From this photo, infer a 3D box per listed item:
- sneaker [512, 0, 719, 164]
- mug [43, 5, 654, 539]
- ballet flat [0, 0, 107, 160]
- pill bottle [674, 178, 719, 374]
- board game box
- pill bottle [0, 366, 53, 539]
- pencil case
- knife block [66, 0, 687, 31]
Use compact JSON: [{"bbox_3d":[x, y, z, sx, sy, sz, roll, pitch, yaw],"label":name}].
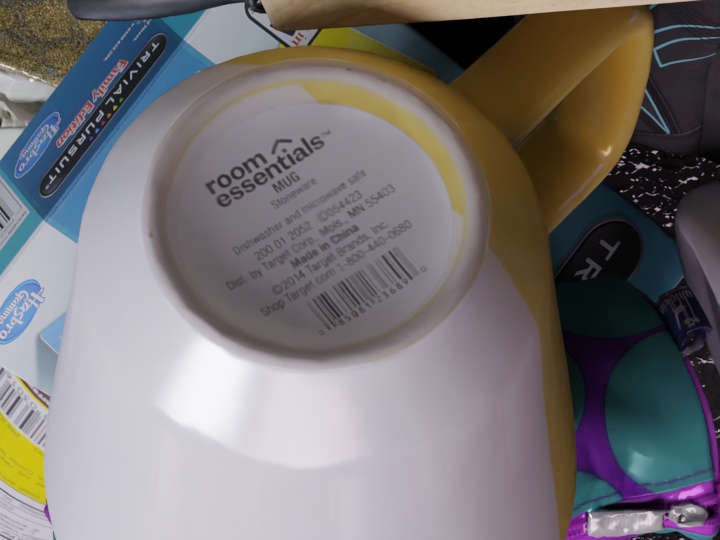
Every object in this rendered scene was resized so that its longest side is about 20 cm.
[{"bbox_3d":[0.078,-0.086,0.817,0.079,0.076,0.200,3,153,8],"label":"sneaker"},{"bbox_3d":[-0.009,0.003,0.765,0.149,0.187,0.153,10,154,4],"label":"mug"},{"bbox_3d":[-0.157,-0.060,0.914,0.199,0.071,0.071,3,153,3],"label":"ballet flat"},{"bbox_3d":[0.202,-0.005,0.871,0.199,0.109,0.109,-21,151,1],"label":"pill bottle"},{"bbox_3d":[-0.012,-0.001,0.903,0.200,0.151,0.047,35,-174,-35],"label":"board game box"},{"bbox_3d":[-0.100,0.040,1.052,0.109,0.110,0.200,13,152,-17],"label":"pill bottle"},{"bbox_3d":[0.011,0.071,0.865,0.199,0.093,0.085,-21,133,-14],"label":"pencil case"},{"bbox_3d":[0.010,-0.095,0.741,0.200,0.064,0.176,35,136,3],"label":"knife block"}]
